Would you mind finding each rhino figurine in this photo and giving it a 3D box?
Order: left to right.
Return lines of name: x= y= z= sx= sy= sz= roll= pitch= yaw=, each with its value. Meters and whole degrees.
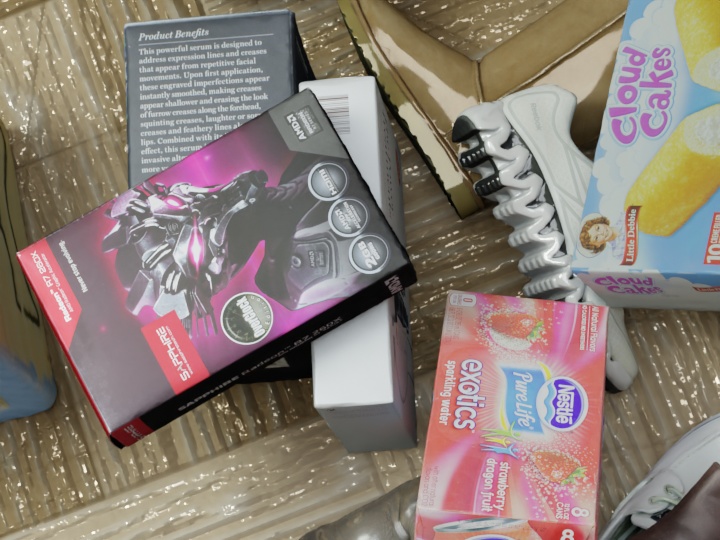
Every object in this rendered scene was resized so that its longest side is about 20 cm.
rhino figurine: x=0.040 y=0.159 z=1.479 sx=0.200 sy=0.060 sz=0.087 roll=-30 pitch=31 yaw=-3

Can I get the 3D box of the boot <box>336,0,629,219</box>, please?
boot: x=0.108 y=-0.149 z=1.559 sx=0.200 sy=0.066 sz=0.175 roll=-32 pitch=87 yaw=-1

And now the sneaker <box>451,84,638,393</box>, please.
sneaker: x=0.133 y=-0.021 z=1.499 sx=0.081 sy=0.075 sz=0.200 roll=-26 pitch=97 yaw=-18

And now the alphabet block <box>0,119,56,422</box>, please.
alphabet block: x=-0.314 y=-0.006 z=1.502 sx=0.196 sy=0.195 sz=0.200 roll=-13 pitch=74 yaw=1

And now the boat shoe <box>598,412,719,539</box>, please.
boat shoe: x=0.186 y=0.163 z=1.465 sx=0.074 sy=0.067 sz=0.200 roll=37 pitch=83 yaw=13

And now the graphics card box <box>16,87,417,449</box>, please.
graphics card box: x=-0.082 y=-0.001 z=1.392 sx=0.200 sy=0.051 sz=0.126 roll=-29 pitch=74 yaw=-1

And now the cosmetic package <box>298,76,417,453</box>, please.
cosmetic package: x=0.000 y=0.000 z=1.485 sx=0.052 sy=0.151 sz=0.200 roll=-4 pitch=76 yaw=4

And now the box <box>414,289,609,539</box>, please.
box: x=0.089 y=0.110 z=1.395 sx=0.102 sy=0.095 sz=0.200 roll=6 pitch=37 yaw=5

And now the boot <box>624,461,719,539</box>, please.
boot: x=0.209 y=0.232 z=1.412 sx=0.166 sy=0.072 sz=0.200 roll=-41 pitch=102 yaw=-1

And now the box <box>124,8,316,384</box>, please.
box: x=-0.080 y=-0.042 z=1.506 sx=0.107 sy=0.148 sz=0.200 roll=-4 pitch=75 yaw=5

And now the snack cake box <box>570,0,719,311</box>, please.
snack cake box: x=0.206 y=-0.079 z=1.445 sx=0.115 sy=0.067 sz=0.200 roll=2 pitch=70 yaw=33
